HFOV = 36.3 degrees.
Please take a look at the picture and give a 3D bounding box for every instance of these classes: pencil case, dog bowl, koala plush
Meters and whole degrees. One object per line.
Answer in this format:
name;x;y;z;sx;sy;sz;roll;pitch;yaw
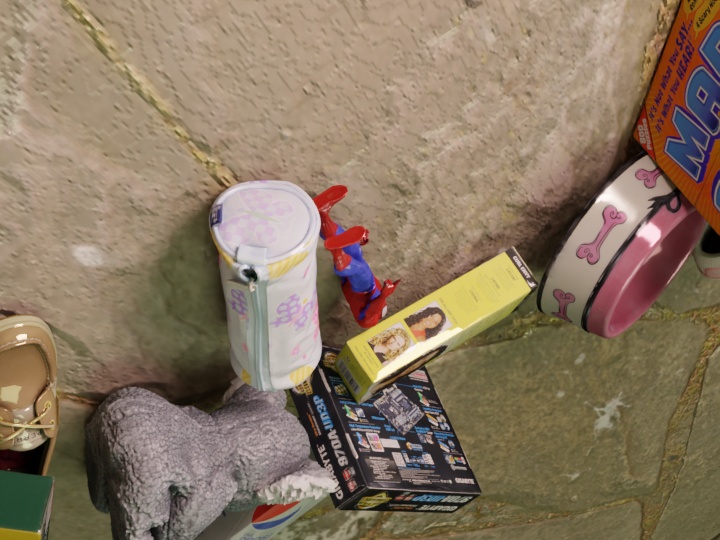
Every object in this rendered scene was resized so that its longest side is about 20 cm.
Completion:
pencil case;-0.072;0.017;0.886;0.083;0.091;0.200;-3;146;-3
dog bowl;0.266;-0.018;1.088;0.200;0.074;0.200;-40;154;-24
koala plush;-0.132;0.174;0.987;0.199;0.178;0.184;-11;133;-23

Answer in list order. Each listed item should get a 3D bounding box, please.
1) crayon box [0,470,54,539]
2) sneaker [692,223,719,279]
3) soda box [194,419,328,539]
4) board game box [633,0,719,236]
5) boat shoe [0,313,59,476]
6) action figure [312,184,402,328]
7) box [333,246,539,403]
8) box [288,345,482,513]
crayon box;-0.352;0.233;0.915;0.172;0.058;0.200;11;135;-10
sneaker;0.461;-0.064;1.242;0.200;0.075;0.105;-37;153;17
soda box;-0.095;0.237;1.194;0.200;0.068;0.063;-38;148;11
board game box;0.398;-0.149;0.954;0.199;0.200;0.200;-19;146;-19
boat shoe;-0.270;0.115;0.877;0.074;0.066;0.200;-15;144;-25
action figure;0.000;0.000;0.945;0.052;0.066;0.200;-26;154;-5
box;0.073;0.053;1.059;0.200;0.050;0.075;-29;167;-20
box;0.024;0.161;1.102;0.046;0.159;0.200;-39;149;26
